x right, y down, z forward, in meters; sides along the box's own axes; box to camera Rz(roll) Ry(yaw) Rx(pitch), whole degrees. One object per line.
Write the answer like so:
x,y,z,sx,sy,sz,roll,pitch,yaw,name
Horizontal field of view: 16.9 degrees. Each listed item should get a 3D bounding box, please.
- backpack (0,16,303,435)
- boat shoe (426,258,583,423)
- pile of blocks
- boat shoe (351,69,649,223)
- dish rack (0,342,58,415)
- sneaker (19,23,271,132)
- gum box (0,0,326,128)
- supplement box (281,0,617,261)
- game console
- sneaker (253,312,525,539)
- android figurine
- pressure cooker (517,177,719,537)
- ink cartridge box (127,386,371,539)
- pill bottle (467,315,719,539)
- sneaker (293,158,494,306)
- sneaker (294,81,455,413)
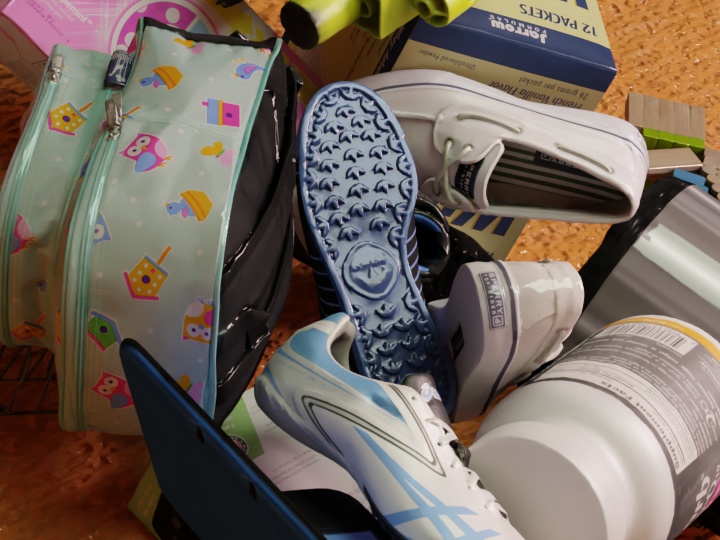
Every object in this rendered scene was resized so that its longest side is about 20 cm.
-0.108,-0.013,1.231,0.153,0.176,0.200,5,42,-5,backpack
0.080,0.034,1.313,0.070,0.200,0.071,-9,74,-9,boat shoe
0.233,-0.045,1.714,0.082,0.062,0.200,-3,38,-22,pile of blocks
0.069,-0.069,1.408,0.200,0.074,0.067,4,34,3,boat shoe
-0.174,0.016,1.333,0.200,0.055,0.154,0,45,-36,dish rack
-0.129,-0.121,1.508,0.074,0.082,0.200,42,36,17,sneaker
-0.127,-0.128,1.431,0.200,0.066,0.114,45,68,-21,gum box
0.046,-0.131,1.548,0.134,0.200,0.200,13,40,-19,supplement box
-0.009,0.123,1.113,0.171,0.118,0.200,-1,30,-38,game console
0.031,0.098,1.200,0.200,0.072,0.072,43,0,22,sneaker
0.009,-0.202,1.428,0.182,0.041,0.200,33,53,30,android figurine
0.217,0.063,1.463,0.200,0.179,0.176,36,30,14,pressure cooker
-0.011,0.153,1.277,0.200,0.067,0.117,43,36,17,ink cartridge box
0.128,0.103,1.301,0.116,0.116,0.200,41,30,13,pill bottle
0.035,-0.002,1.435,0.200,0.073,0.112,25,-7,-35,sneaker
0.000,0.000,1.334,0.070,0.078,0.200,-8,79,-16,sneaker
